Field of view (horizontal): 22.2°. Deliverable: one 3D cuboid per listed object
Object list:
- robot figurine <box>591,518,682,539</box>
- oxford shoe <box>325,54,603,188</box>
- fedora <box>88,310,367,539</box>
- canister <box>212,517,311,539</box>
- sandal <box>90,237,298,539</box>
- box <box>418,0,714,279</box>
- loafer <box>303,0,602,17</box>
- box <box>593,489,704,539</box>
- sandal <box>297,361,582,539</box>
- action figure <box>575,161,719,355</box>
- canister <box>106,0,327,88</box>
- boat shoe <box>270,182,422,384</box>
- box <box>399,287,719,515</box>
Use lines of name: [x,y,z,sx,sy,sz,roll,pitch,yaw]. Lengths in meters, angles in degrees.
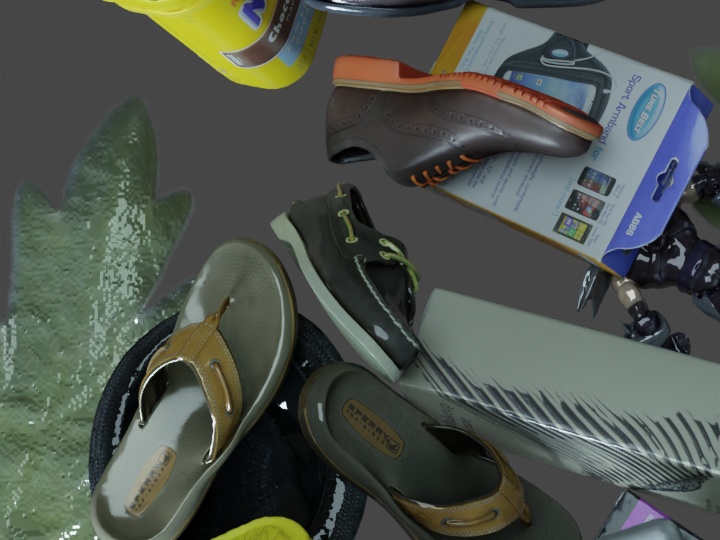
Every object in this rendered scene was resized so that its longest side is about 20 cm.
robot figurine: [0.168,0.219,0.990,0.199,0.113,0.170,-27,80,12]
oxford shoe: [0.058,-0.080,1.091,0.199,0.071,0.073,14,90,45]
fedora: [-0.069,0.121,1.129,0.199,0.092,0.202,-5,73,18]
canister: [-0.050,0.248,1.032,0.148,0.200,0.087,-26,38,7]
sandal: [-0.101,0.074,1.072,0.080,0.054,0.201,26,84,24]
box: [0.120,-0.078,1.110,0.199,0.041,0.120,28,89,35]
loafer: [0.061,-0.200,1.141,0.198,0.072,0.063,-2,123,1]
box: [0.199,0.241,1.055,0.199,0.036,0.143,34,92,21]
sandal: [0.054,0.118,1.060,0.200,0.055,0.082,41,52,-13]
action figure: [0.212,0.006,1.080,0.199,0.069,0.131,28,96,35]
canister: [-0.082,-0.207,1.138,0.086,0.200,0.150,12,84,19]
boat shoe: [0.000,0.000,1.098,0.060,0.072,0.201,-36,29,0]
box: [0.129,0.077,1.077,0.199,0.082,0.069,14,69,20]
